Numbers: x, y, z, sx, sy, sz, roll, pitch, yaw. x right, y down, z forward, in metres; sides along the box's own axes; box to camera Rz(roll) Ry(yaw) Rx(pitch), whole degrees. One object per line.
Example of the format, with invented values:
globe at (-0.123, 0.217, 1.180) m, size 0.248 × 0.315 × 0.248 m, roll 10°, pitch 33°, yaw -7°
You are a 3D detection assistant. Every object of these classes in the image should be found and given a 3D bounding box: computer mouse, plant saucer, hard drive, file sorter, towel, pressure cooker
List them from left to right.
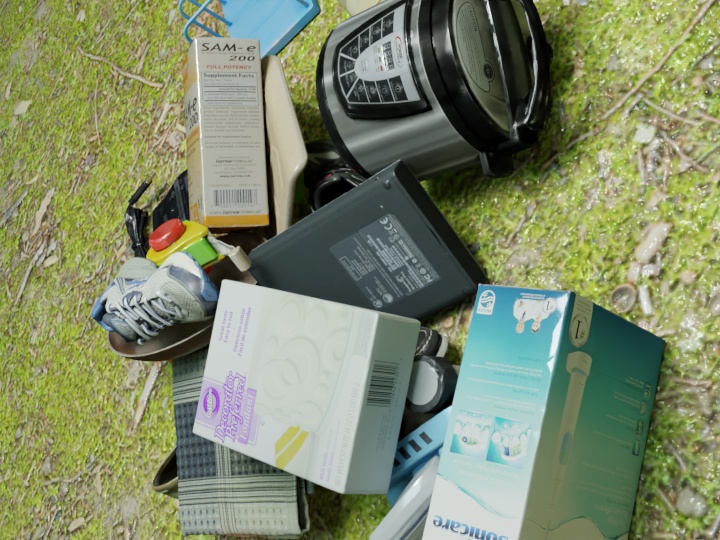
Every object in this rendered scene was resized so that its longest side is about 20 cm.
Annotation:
computer mouse at (-0.243, -0.081, 1.255) m, size 0.200 × 0.046 × 0.141 m, roll -46°, pitch 50°, yaw 37°
plant saucer at (-0.178, 0.032, 1.036) m, size 0.200 × 0.032 × 0.200 m, roll -23°, pitch 28°, yaw 13°
file sorter at (-0.161, -0.378, 1.239) m, size 0.139 × 0.122 × 0.201 m, roll -38°, pitch 50°, yaw 26°
towel at (-0.118, 0.167, 0.957) m, size 0.200 × 0.034 × 0.193 m, roll -14°, pitch 77°, yaw 44°
hard drive at (0.000, 0.000, 0.923) m, size 0.200 × 0.140 × 0.033 m, roll -29°, pitch 17°, yaw 33°
pressure cooker at (0.080, -0.181, 0.886) m, size 0.200 × 0.176 × 0.179 m, roll -13°, pitch 39°, yaw 39°

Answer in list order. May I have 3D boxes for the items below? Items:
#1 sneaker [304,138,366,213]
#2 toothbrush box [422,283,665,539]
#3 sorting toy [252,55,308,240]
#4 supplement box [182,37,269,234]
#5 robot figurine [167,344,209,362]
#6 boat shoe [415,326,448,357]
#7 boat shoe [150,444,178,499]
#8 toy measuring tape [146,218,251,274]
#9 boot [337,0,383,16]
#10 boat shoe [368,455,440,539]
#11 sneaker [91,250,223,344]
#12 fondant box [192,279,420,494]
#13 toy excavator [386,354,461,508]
sneaker at (-0.019, -0.088, 1.007) m, size 0.077 × 0.084 × 0.200 m, roll -56°, pitch 45°, yaw 10°
toothbrush box at (0.140, 0.126, 0.720) m, size 0.085 × 0.146 × 0.201 m, roll 3°, pitch 76°, yaw 45°
sorting toy at (-0.090, -0.104, 1.062) m, size 0.200 × 0.036 × 0.186 m, roll 106°, pitch 155°, yaw -47°
supplement box at (-0.152, -0.144, 1.069) m, size 0.126 × 0.073 × 0.201 m, roll 173°, pitch 94°, yaw -73°
robot figurine at (-0.190, 0.056, 1.108) m, size 0.200 × 0.058 × 0.145 m, roll 6°, pitch 41°, yaw 49°
boat shoe at (-0.006, 0.100, 0.920) m, size 0.200 × 0.060 × 0.074 m, roll -32°, pitch 20°, yaw 35°
boat shoe at (-0.147, 0.172, 1.040) m, size 0.200 × 0.063 × 0.073 m, roll -55°, pitch 44°, yaw 12°
toy measuring tape at (-0.174, -0.010, 0.991) m, size 0.200 × 0.073 × 0.074 m, roll 22°, pitch 89°, yaw 61°
boot at (0.069, -0.319, 1.028) m, size 0.200 × 0.073 × 0.156 m, roll -39°, pitch 40°, yaw 14°
boat shoe at (0.033, 0.231, 0.760) m, size 0.067 × 0.074 × 0.200 m, roll 36°, pitch 121°, yaw 10°
sneaker at (-0.202, 0.038, 0.948) m, size 0.085 × 0.077 × 0.200 m, roll -46°, pitch 22°, yaw -29°
fondant box at (-0.052, 0.094, 0.830) m, size 0.200 × 0.058 × 0.145 m, roll 10°, pitch 88°, yaw 45°
toy excavator at (0.062, 0.197, 0.814) m, size 0.194 × 0.100 × 0.200 m, roll -41°, pitch 58°, yaw 27°
